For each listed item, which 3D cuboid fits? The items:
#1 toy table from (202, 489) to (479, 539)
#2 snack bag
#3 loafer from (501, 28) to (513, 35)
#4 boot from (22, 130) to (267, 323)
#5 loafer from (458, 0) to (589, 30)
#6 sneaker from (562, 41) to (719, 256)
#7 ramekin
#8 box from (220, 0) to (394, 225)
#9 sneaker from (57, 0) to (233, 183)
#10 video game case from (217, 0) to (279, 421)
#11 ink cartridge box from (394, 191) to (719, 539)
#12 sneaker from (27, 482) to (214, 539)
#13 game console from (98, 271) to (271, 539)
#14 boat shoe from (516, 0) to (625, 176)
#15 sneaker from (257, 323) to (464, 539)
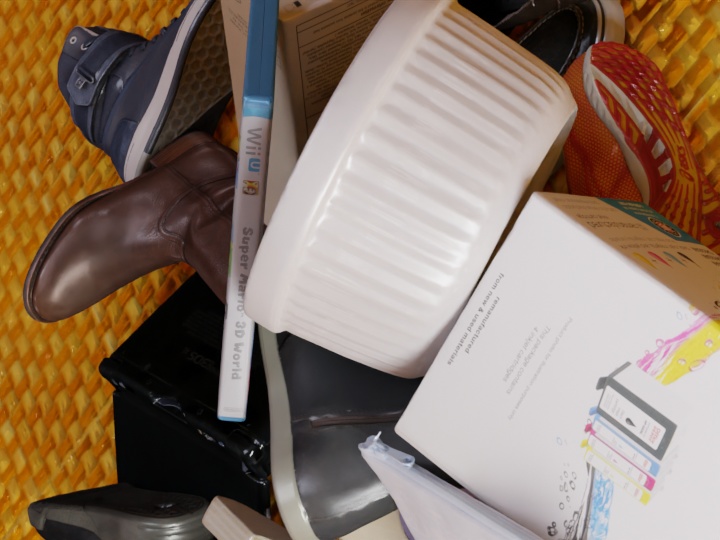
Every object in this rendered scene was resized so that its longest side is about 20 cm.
[{"bbox_3d":[-0.004,0.196,1.353,0.183,0.117,0.201,21,91,49],"label":"toy table"},{"bbox_3d":[0.088,0.184,1.165,0.021,0.201,0.188,-40,35,-18],"label":"snack bag"},{"bbox_3d":[0.117,-0.189,1.410,0.200,0.072,0.063,-34,69,43],"label":"loafer"},{"bbox_3d":[-0.116,-0.001,1.544,0.186,0.064,0.200,-45,40,-8],"label":"boot"},{"bbox_3d":[0.060,-0.170,1.371,0.199,0.071,0.073,-14,97,50],"label":"loafer"},{"bbox_3d":[0.157,-0.032,1.307,0.077,0.073,0.201,126,139,-49],"label":"sneaker"},{"bbox_3d":[0.031,-0.040,1.212,0.105,0.200,0.201,28,100,5],"label":"ramekin"},{"bbox_3d":[-0.022,-0.109,1.413,0.078,0.095,0.201,45,151,37],"label":"box"},{"bbox_3d":[-0.140,-0.166,1.661,0.146,0.077,0.203,46,111,43],"label":"sneaker"},{"bbox_3d":[-0.061,-0.039,1.288,0.143,0.018,0.201,-90,5,-58],"label":"video game case"},{"bbox_3d":[0.155,0.075,1.156,0.200,0.147,0.145,37,106,25],"label":"ink cartridge box"},{"bbox_3d":[-0.156,0.199,1.526,0.199,0.076,0.115,4,103,53],"label":"sneaker"},{"bbox_3d":[-0.078,0.106,1.532,0.176,0.117,0.200,-45,35,-16],"label":"game console"},{"bbox_3d":[0.083,-0.086,1.394,0.201,0.071,0.072,-57,43,15],"label":"boat shoe"},{"bbox_3d":[0.005,0.059,1.293,0.106,0.075,0.201,-16,49,10],"label":"sneaker"}]
